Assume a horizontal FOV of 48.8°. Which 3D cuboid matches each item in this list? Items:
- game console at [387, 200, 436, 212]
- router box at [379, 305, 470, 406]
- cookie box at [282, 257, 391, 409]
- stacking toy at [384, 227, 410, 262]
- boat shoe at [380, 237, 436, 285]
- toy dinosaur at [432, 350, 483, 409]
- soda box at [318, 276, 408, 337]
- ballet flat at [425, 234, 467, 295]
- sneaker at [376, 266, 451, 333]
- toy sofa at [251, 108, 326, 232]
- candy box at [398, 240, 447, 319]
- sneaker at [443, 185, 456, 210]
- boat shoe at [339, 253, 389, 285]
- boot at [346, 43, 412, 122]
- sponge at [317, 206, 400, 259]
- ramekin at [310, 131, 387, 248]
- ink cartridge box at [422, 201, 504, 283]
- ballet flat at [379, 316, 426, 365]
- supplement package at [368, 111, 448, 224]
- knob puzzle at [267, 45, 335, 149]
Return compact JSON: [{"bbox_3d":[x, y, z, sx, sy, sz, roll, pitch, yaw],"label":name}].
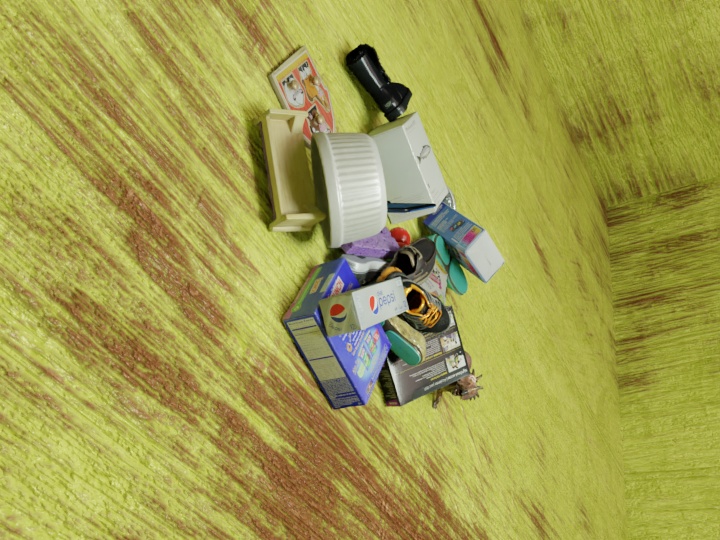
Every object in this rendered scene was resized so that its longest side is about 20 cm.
[{"bbox_3d":[0.039,-0.169,1.572,0.172,0.117,0.200,61,22,5],"label":"game console"},{"bbox_3d":[0.120,0.170,1.596,0.198,0.051,0.152,-16,92,-35],"label":"router box"},{"bbox_3d":[-0.037,0.109,1.394,0.202,0.074,0.172,63,30,-23],"label":"cookie box"},{"bbox_3d":[0.081,-0.010,1.670,0.085,0.084,0.202,46,36,-42],"label":"stacking toy"},{"bbox_3d":[0.099,-0.008,1.574,0.200,0.074,0.074,-50,161,-40],"label":"boat shoe"},{"bbox_3d":[0.213,0.219,1.738,0.086,0.134,0.202,53,34,-34],"label":"toy dinosaur"},{"bbox_3d":[0.009,0.060,1.350,0.199,0.067,0.065,-15,90,-62],"label":"soda box"},{"bbox_3d":[0.189,-0.014,1.873,0.201,0.069,0.068,53,45,-40],"label":"ballet flat"},{"bbox_3d":[0.111,0.071,1.505,0.199,0.077,0.079,35,90,-37],"label":"sneaker"},{"bbox_3d":[-0.131,-0.168,1.364,0.082,0.097,0.204,-4,80,-36],"label":"toy sofa"},{"bbox_3d":[0.134,0.054,1.751,0.137,0.060,0.202,49,37,-40],"label":"candy box"},{"bbox_3d":[0.165,-0.202,1.902,0.202,0.083,0.121,63,24,-7],"label":"sneaker"},{"bbox_3d":[0.000,0.000,1.538,0.199,0.068,0.057,-5,116,-69],"label":"boat shoe"},{"bbox_3d":[0.041,-0.436,1.790,0.169,0.076,0.201,53,19,-18],"label":"boot"},{"bbox_3d":[0.002,-0.078,1.561,0.199,0.030,0.112,6,48,-60],"label":"sponge"},{"bbox_3d":[-0.021,-0.146,1.389,0.200,0.103,0.204,171,-90,-82],"label":"ramekin"},{"bbox_3d":[0.234,-0.074,1.882,0.200,0.076,0.137,43,-4,46],"label":"ink cartridge box"},{"bbox_3d":[0.048,0.098,1.500,0.199,0.071,0.071,41,36,-8],"label":"ballet flat"},{"bbox_3d":[0.097,-0.227,1.756,0.202,0.116,0.117,66,30,-17],"label":"supplement package"},{"bbox_3d":[-0.091,-0.320,1.544,0.219,0.030,0.223,37,46,-51],"label":"knob puzzle"}]
